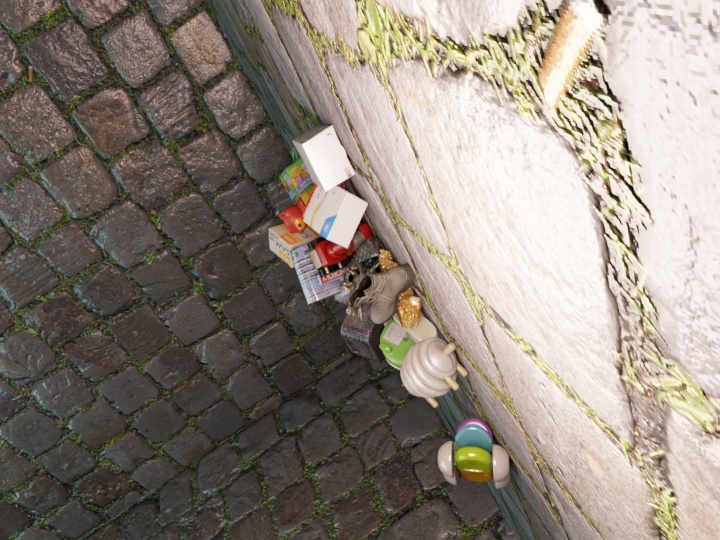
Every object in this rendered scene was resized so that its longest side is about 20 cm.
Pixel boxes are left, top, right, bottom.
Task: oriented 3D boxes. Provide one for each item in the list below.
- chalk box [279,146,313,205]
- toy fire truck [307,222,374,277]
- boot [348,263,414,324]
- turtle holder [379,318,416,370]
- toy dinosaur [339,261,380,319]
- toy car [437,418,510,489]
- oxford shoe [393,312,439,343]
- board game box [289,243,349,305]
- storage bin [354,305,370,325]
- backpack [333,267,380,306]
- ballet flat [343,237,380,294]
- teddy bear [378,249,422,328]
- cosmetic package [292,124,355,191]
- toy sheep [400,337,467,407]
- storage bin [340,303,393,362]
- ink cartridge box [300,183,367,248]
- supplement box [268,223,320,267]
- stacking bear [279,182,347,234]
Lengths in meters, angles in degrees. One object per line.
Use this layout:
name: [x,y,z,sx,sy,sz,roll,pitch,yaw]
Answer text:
chalk box: [-0.179,-0.296,1.729,0.203,0.122,0.124,59,163,-6]
toy fire truck: [-0.026,-0.091,1.380,0.198,0.174,0.132,-27,86,48]
boot: [0.025,0.057,1.166,0.069,0.128,0.202,61,146,26]
turtle holder: [0.145,0.197,1.390,0.133,0.180,0.144,63,-153,-52]
toy dinosaur: [0.012,0.026,1.330,0.101,0.200,0.078,30,-138,-14]
toy car: [0.289,0.455,1.347,0.201,0.170,0.154,62,-149,-54]
oxford shoe: [0.133,0.128,1.324,0.058,0.074,0.200,57,175,-36]
board game box: [-0.073,0.012,1.479,0.061,0.197,0.205,-25,86,48]
storage bin: [0.104,0.214,1.638,0.197,0.095,0.199,30,-171,-22]
backpack: [-0.002,0.036,1.822,0.200,0.180,0.137,42,-160,-55]
ballet flat: [0.000,0.000,1.378,0.202,0.064,0.058,114,153,-45]
teddy bear: [0.096,0.039,1.278,0.202,0.065,0.148,-114,6,-52]
cosmetic package: [-0.085,-0.253,1.185,0.115,0.080,0.200,62,177,-18]
toy sheep: [0.159,0.219,1.195,0.140,0.135,0.201,57,134,23]
storage bin: [0.043,0.128,1.462,0.092,0.203,0.136,11,149,30]
ink cartridge box: [-0.075,-0.148,1.284,0.066,0.119,0.199,20,-170,-36]
supplement box: [-0.155,-0.096,1.569,0.125,0.197,0.075,34,133,39]
stacking bear: [-0.128,-0.178,1.487,0.114,0.197,0.123,54,175,49]
